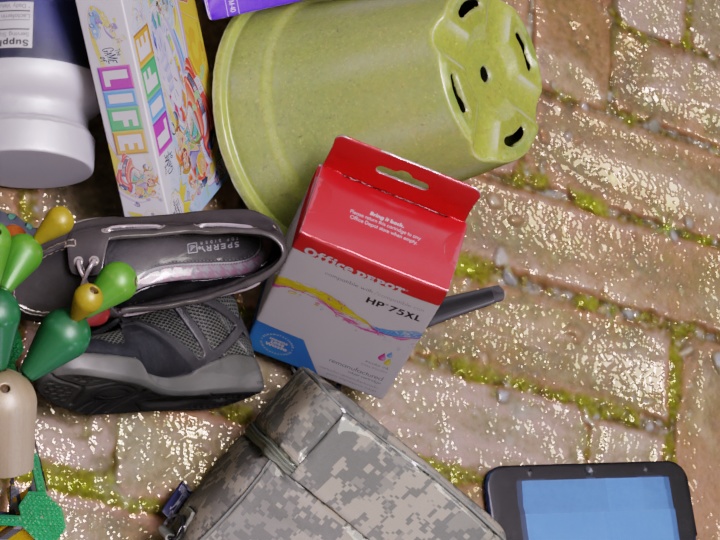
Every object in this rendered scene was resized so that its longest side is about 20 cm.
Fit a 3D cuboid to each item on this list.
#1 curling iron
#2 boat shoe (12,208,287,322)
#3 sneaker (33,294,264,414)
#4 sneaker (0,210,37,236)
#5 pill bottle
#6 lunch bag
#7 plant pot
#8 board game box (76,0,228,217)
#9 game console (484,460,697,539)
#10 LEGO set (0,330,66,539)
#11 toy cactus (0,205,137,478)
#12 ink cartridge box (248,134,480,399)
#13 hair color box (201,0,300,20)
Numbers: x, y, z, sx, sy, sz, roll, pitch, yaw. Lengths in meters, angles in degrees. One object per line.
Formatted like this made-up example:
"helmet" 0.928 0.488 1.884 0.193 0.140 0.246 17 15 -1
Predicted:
"curling iron" 0.029 0.050 1.722 0.199 0.026 0.050 -23 83 -31
"boat shoe" -0.146 -0.005 1.507 0.199 0.057 0.067 -11 101 -15
"sneaker" -0.158 0.041 1.580 0.199 0.076 0.115 -1 71 -45
"sneaker" -0.255 -0.028 1.540 0.199 0.074 0.088 7 79 -39
"pill bottle" -0.233 -0.167 1.577 0.115 0.116 0.201 7 75 -28
"lunch bag" -0.023 0.189 1.594 0.200 0.139 0.168 41 85 -15
"plant pot" 0.025 -0.126 1.636 0.200 0.184 0.201 16 69 -50
"board game box" -0.146 -0.135 1.574 0.135 0.034 0.201 -59 142 -62
"game console" 0.212 0.232 1.732 0.199 0.171 0.119 0 104 -29
"LEGO set" -0.294 0.126 1.491 0.153 0.116 0.201 -2 65 -49
"toy cactus" -0.241 0.049 1.428 0.199 0.102 0.166 -12 105 -32
"ink cartridge box" 0.000 0.000 1.599 0.116 0.200 0.067 21 54 -5
"hair color box" -0.028 -0.247 1.656 0.199 0.109 0.065 -14 113 -5
